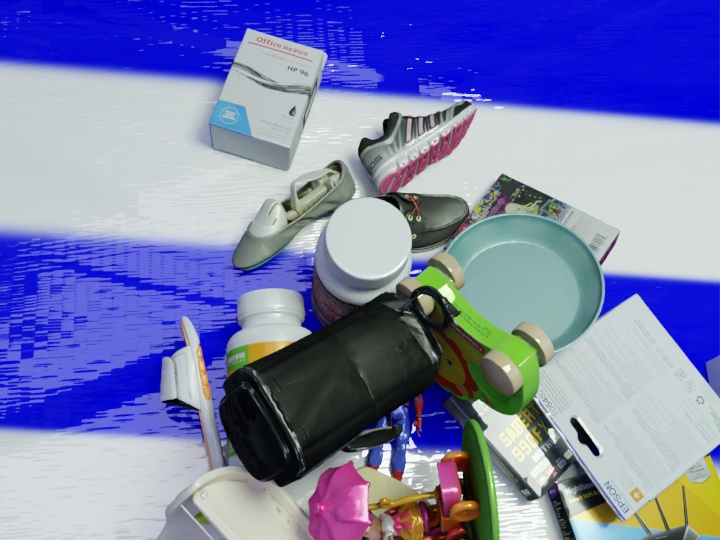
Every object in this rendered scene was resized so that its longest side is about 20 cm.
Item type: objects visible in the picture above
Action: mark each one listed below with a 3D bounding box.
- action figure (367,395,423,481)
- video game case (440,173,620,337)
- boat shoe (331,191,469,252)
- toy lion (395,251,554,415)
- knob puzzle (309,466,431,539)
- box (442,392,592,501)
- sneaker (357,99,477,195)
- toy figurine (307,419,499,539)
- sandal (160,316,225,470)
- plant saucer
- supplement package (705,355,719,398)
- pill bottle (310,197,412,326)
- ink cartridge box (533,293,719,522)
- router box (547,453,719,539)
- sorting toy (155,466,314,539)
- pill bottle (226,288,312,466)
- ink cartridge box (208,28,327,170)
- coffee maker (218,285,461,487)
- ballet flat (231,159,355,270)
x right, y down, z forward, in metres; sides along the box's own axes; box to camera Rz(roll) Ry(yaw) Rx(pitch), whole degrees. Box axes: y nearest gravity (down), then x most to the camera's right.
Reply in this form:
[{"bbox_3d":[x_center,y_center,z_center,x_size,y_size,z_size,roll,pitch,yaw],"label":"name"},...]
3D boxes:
[{"bbox_3d":[0.042,0.179,0.953,0.064,0.052,0.203,9,67,3],"label":"action figure"},{"bbox_3d":[0.208,-0.015,1.018,0.180,0.036,0.201,29,65,23],"label":"video game case"},{"bbox_3d":[0.055,-0.066,1.038,0.198,0.063,0.075,-9,68,-11],"label":"boat shoe"},{"bbox_3d":[0.112,0.088,0.875,0.068,0.193,0.200,-37,58,-20],"label":"toy lion"},{"bbox_3d":[0.013,0.324,0.890,0.216,0.030,0.223,1,84,-10],"label":"knob puzzle"},{"bbox_3d":[0.226,0.157,0.978,0.199,0.048,0.159,-39,78,-18],"label":"box"},{"bbox_3d":[0.075,-0.188,1.079,0.199,0.074,0.088,-37,72,-21],"label":"sneaker"},{"bbox_3d":[0.036,0.253,0.816,0.181,0.201,0.152,-5,49,-3],"label":"toy figurine"},{"bbox_3d":[-0.203,0.155,0.918,0.058,0.079,0.209,-12,73,-13],"label":"sandal"},{"bbox_3d":[0.192,0.021,0.953,0.197,0.036,0.202,-3,58,5],"label":"plant saucer"},{"bbox_3d":[0.561,0.166,0.955,0.197,0.151,0.154,1,69,-6],"label":"supplement package"},{"bbox_3d":[0.000,0.000,0.932,0.112,0.200,0.116,2,69,-5],"label":"pill bottle"},{"bbox_3d":[0.315,0.160,0.938,0.199,0.041,0.201,-30,75,-17],"label":"ink cartridge box"},{"bbox_3d":[0.340,0.301,0.933,0.197,0.051,0.151,-14,70,-11],"label":"router box"},{"bbox_3d":[-0.139,0.312,0.828,0.180,0.107,0.200,-40,94,24],"label":"sorting toy"},{"bbox_3d":[-0.102,0.129,0.921,0.109,0.111,0.203,-2,70,-7],"label":"pill bottle"},{"bbox_3d":[-0.122,-0.253,1.085,0.114,0.068,0.202,16,68,0],"label":"ink cartridge box"},{"bbox_3d":[-0.028,0.105,0.789,0.199,0.194,0.135,-27,58,-38],"label":"coffee maker"},{"bbox_3d":[-0.093,-0.080,1.021,0.199,0.064,0.067,-36,42,-19],"label":"ballet flat"}]
